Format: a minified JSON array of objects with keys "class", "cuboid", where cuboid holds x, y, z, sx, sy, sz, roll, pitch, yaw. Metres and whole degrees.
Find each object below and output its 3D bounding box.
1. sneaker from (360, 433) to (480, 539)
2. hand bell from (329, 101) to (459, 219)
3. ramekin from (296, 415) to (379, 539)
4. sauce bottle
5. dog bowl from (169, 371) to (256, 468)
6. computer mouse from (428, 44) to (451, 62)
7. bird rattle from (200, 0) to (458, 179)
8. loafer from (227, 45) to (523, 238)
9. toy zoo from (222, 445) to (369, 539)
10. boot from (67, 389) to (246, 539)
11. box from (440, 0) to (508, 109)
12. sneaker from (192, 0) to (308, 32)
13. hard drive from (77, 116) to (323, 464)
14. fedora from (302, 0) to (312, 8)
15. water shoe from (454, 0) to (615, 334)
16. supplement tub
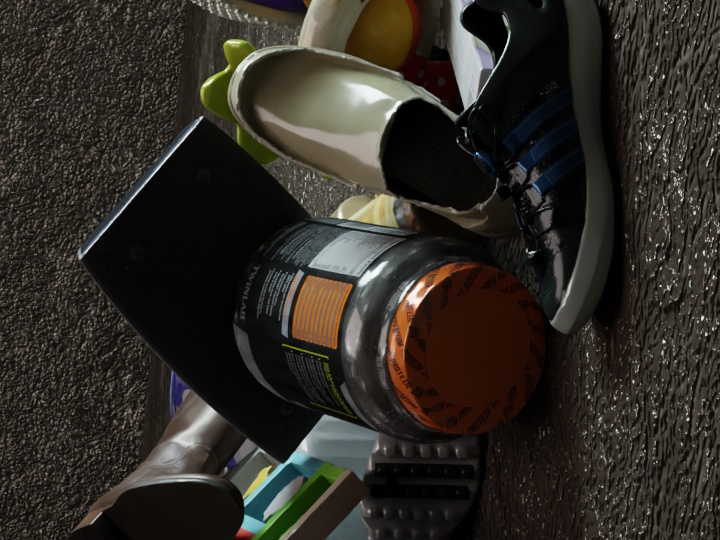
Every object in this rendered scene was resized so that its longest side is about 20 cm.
[{"class":"sneaker","cuboid":[0.034,0.156,1.362,0.081,0.075,0.201,-89,7,-66]},{"class":"hand bell","cuboid":[0.023,-0.052,1.497,0.200,0.104,0.104,124,150,-46]},{"class":"ramekin","cuboid":[-0.010,0.143,1.513,0.200,0.097,0.202,-176,90,-79]},{"class":"sauce bottle","cuboid":[0.000,0.000,1.414,0.200,0.066,0.066,-39,45,45]},{"class":"dog bowl","cuboid":[-0.070,0.062,1.657,0.200,0.079,0.201,17,-90,-71]},{"class":"computer mouse","cuboid":[0.015,-0.099,1.524,0.200,0.109,0.044,90,155,-76]},{"class":"bird rattle","cuboid":[0.009,-0.129,1.332,0.113,0.200,0.164,34,120,35]},{"class":"loafer","cuboid":[0.013,-0.081,1.206,0.068,0.199,0.076,32,-100,-78]},{"class":"toy zoo","cuboid":[-0.080,0.171,1.375,0.131,0.020,0.200,-46,17,-15]},{"class":"boot","cuboid":[-0.094,0.114,1.424,0.186,0.064,0.200,-19,22,47]},{"class":"box","cuboid":[0.077,-0.134,1.249,0.200,0.038,0.042,-98,16,-66]},{"class":"sneaker","cuboid":[-0.040,-0.226,1.544,0.069,0.199,0.100,17,99,57]},{"class":"hard drive","cuboid":[-0.081,0.013,1.332,0.135,0.200,0.042,-51,27,-16]},{"class":"fedora","cuboid":[0.000,-0.223,1.449,0.201,0.200,0.082,-102,-8,-54]},{"class":"water shoe","cuboid":[0.087,-0.061,1.109,0.072,0.079,0.201,116,155,-65]},{"class":"supplement tub","cuboid":[0.017,0.035,1.250,0.200,0.122,0.123,13,100,60]}]
